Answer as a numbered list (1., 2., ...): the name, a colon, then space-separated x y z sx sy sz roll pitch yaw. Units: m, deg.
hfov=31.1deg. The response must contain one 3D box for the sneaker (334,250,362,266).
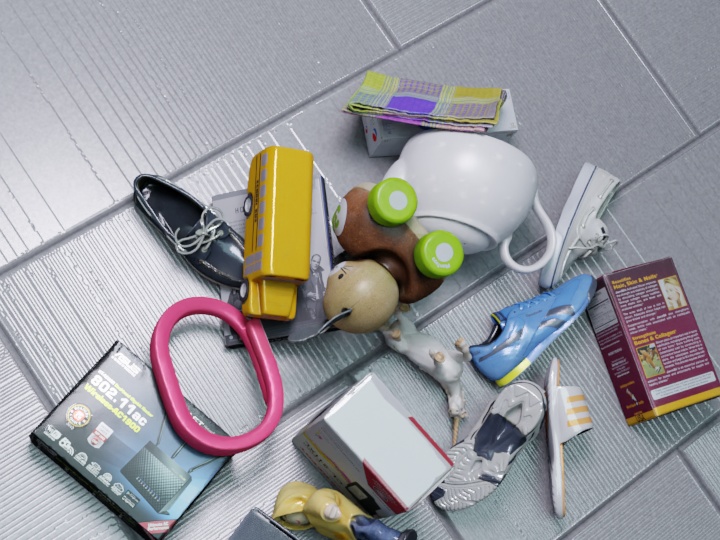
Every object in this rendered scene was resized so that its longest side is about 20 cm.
1. sneaker: 0.000 0.000 1.675 0.200 0.077 0.084 -4 40 -11

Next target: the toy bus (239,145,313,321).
1. toy bus: -0.100 -0.043 1.563 0.065 0.078 0.200 8 76 -27

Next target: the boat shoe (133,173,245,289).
1. boat shoe: -0.203 -0.051 1.606 0.200 0.062 0.075 44 83 10

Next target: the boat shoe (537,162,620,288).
1. boat shoe: 0.311 -0.051 1.767 0.086 0.075 0.202 23 61 10

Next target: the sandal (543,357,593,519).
1. sandal: 0.271 0.216 1.673 0.059 0.079 0.207 -3 82 4

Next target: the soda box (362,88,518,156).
1. soda box: 0.108 -0.201 1.759 0.200 0.068 0.064 -5 74 -17

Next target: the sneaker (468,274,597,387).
1. sneaker: 0.227 0.062 1.700 0.200 0.066 0.078 -43 94 -11

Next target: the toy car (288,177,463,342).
1. toy car: -0.007 0.010 1.521 0.200 0.164 0.158 -45 98 -20

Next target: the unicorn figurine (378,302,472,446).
1. unicorn figurine: 0.088 0.113 1.638 0.074 0.137 0.200 -35 71 -13

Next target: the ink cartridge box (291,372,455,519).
1. ink cartridge box: 0.010 0.216 1.533 0.083 0.200 0.146 -42 88 -20

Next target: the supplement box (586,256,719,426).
1. supplement box: 0.390 0.095 1.742 0.110 0.086 0.200 -15 79 -19

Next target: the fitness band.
1. fitness band: -0.172 0.123 1.541 0.144 0.037 0.200 -12 70 -26

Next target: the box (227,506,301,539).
1. box: -0.118 0.398 1.484 0.158 0.051 0.200 36 80 9

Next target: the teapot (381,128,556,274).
1. teapot: 0.132 -0.083 1.671 0.200 0.197 0.146 5 72 32

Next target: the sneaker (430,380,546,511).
1. sneaker: 0.173 0.219 1.649 0.079 0.130 0.199 34 103 16

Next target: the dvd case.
1. dvd case: -0.107 -0.012 1.624 0.150 0.025 0.200 -10 74 14

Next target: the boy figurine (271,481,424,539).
1. boy figurine: -0.023 0.299 1.523 0.200 0.124 0.064 17 69 28

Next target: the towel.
1. towel: 0.088 -0.220 1.672 0.200 0.023 0.144 9 28 11

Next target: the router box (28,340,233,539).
1. router box: -0.265 0.204 1.529 0.200 0.062 0.150 41 66 -1
